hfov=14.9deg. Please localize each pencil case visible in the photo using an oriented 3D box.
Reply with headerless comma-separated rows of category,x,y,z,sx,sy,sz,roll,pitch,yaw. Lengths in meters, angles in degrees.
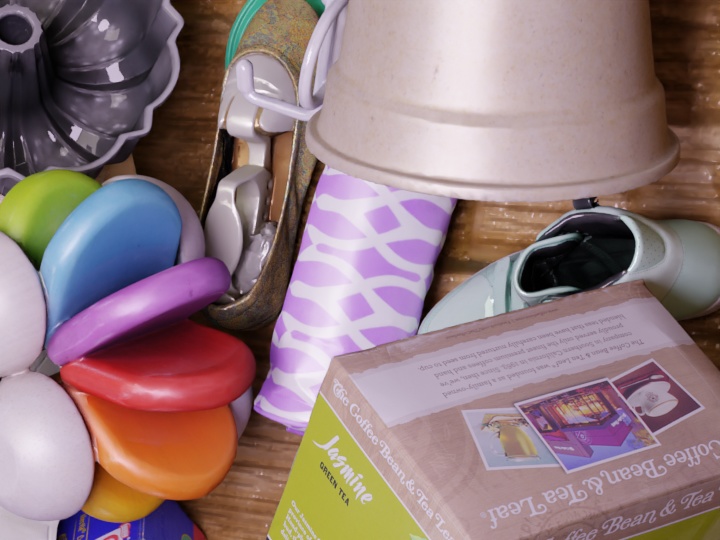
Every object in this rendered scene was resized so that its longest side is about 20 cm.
pencil case,0.000,0.000,1.557,0.201,0.083,0.085,-72,18,-2

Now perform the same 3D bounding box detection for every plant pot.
plant pot,0.073,-0.153,1.425,0.200,0.200,0.185,18,115,37

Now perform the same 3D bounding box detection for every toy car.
toy car,-0.129,0.036,1.510,0.149,0.174,0.201,-15,94,47

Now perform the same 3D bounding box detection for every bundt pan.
bundt pan,-0.207,-0.126,1.632,0.076,0.200,0.203,113,146,-63

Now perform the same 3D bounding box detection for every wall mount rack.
wall mount rack,-0.015,-0.186,1.526,0.074,0.200,0.175,19,130,14

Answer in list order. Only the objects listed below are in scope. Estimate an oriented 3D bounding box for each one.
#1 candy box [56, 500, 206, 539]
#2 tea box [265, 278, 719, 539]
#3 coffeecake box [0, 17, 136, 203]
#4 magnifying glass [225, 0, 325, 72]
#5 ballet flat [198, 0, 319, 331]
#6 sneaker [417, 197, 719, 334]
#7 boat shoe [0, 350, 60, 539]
candy box,-0.189,0.228,1.589,0.199,0.077,0.170,-26,35,20
tea box,0.073,0.133,1.357,0.134,0.199,0.197,52,138,32
coffeecake box,-0.214,-0.042,1.676,0.073,0.152,0.201,111,147,-64
magnifying glass,-0.028,-0.186,1.659,0.079,0.022,0.201,18,92,37
ballet flat,-0.062,-0.063,1.610,0.070,0.070,0.202,12,94,37
sneaker,0.089,0.009,1.464,0.200,0.118,0.074,-21,69,32
boat shoe,-0.195,0.113,1.585,0.062,0.073,0.201,-7,57,53
